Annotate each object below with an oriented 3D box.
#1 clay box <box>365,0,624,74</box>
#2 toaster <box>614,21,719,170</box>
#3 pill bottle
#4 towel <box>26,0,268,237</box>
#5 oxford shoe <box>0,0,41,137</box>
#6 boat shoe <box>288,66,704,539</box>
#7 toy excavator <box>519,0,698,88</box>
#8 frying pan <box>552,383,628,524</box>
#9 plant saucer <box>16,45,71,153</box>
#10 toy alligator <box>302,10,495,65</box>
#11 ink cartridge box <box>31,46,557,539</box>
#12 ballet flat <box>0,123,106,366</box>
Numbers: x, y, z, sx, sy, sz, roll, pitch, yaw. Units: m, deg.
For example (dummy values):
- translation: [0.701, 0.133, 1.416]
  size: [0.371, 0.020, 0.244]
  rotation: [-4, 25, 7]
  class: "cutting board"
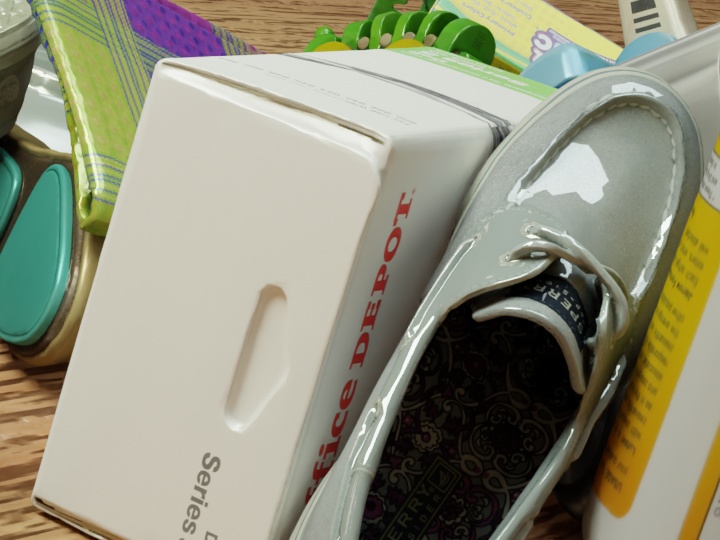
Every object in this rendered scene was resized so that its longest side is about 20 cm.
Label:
- translation: [0.087, -0.069, 1.389]
  size: [0.200, 0.048, 0.115]
  rotation: [30, -30, 1]
  class: "clay box"
- translation: [0.171, -0.041, 1.069]
  size: [0.200, 0.114, 0.129]
  rotation: [-3, -10, -23]
  class: "toaster"
- translation: [0.128, 0.049, 0.825]
  size: [0.111, 0.200, 0.111]
  rotation: [18, 13, -4]
  class: "pill bottle"
- translation: [-0.045, -0.036, 1.068]
  size: [0.200, 0.023, 0.144]
  rotation: [26, 34, -47]
  class: "towel"
- translation: [-0.198, -0.048, 1.045]
  size: [0.200, 0.058, 0.075]
  rotation: [-24, 43, -33]
  class: "oxford shoe"
- translation: [0.047, 0.024, 0.828]
  size: [0.070, 0.201, 0.072]
  rotation: [33, -18, -6]
  class: "boat shoe"
- translation: [0.116, -0.076, 1.200]
  size: [0.100, 0.194, 0.200]
  rotation: [22, 45, -44]
  class: "toy excavator"
- translation: [0.093, 0.060, 0.986]
  size: [0.031, 0.115, 0.190]
  rotation: [5, 36, -16]
  class: "frying pan"
- translation: [-0.128, -0.070, 1.309]
  size: [0.200, 0.050, 0.200]
  rotation: [18, 12, -4]
  class: "plant saucer"
- translation: [-0.002, -0.091, 1.340]
  size: [0.200, 0.054, 0.059]
  rotation: [2, -18, 39]
  class: "toy alligator"
- translation: [-0.004, 0.009, 0.930]
  size: [0.084, 0.146, 0.200]
  rotation: [22, 13, 22]
  class: "ink cartridge box"
- translation: [-0.104, -0.011, 1.061]
  size: [0.063, 0.069, 0.200]
  rotation: [22, 11, -24]
  class: "ballet flat"
